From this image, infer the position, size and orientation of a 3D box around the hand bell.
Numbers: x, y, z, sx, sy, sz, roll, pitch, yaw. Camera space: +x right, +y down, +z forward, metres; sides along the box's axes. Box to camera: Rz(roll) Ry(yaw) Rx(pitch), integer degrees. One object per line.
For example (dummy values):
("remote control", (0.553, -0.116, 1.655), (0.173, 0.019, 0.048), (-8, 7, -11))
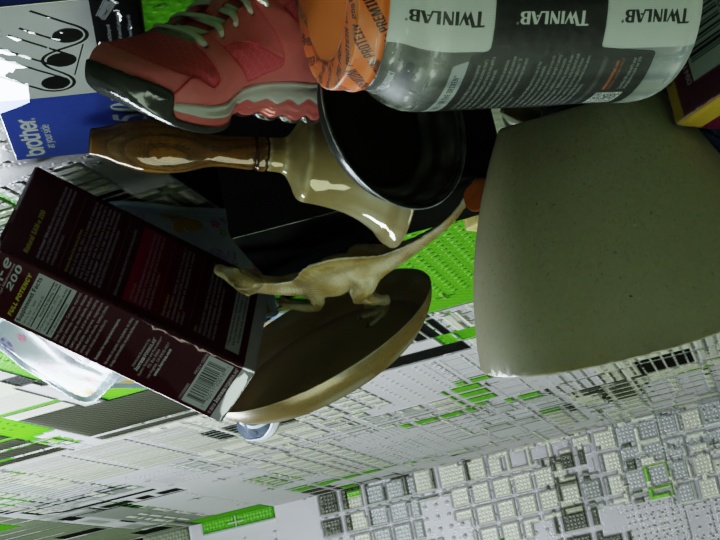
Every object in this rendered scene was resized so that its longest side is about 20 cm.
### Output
("hand bell", (-0.070, -0.073, 0.842), (0.197, 0.106, 0.104), (3, 161, -13))

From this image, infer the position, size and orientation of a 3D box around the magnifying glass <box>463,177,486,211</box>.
("magnifying glass", (0.138, -0.063, 0.967), (0.079, 0.023, 0.199), (-38, 163, 36))

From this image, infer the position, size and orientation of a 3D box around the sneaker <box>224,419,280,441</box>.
("sneaker", (-0.148, 0.170, 1.721), (0.107, 0.071, 0.200), (-7, 157, -30))

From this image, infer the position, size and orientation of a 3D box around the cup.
("cup", (0.152, -0.032, 0.839), (0.198, 0.145, 0.200), (-16, -177, 1))

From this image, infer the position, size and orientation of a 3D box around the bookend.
("bookend", (0.008, -0.065, 1.018), (0.197, 0.093, 0.199), (-14, 165, 5))

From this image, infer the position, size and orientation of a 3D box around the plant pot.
("plant pot", (-0.029, 0.062, 1.042), (0.198, 0.028, 0.200), (-26, -164, 8))

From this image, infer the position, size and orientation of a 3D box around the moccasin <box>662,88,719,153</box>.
("moccasin", (0.251, -0.098, 0.911), (0.080, 0.200, 0.069), (-15, 136, -43))

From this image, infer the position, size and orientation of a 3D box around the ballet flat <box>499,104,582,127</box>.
("ballet flat", (0.135, -0.128, 0.959), (0.072, 0.074, 0.200), (-10, 170, -3))

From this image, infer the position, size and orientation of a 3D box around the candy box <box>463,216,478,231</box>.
("candy box", (0.189, -0.088, 1.126), (0.116, 0.057, 0.199), (5, 158, -41))

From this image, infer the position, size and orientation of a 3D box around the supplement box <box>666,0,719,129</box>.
("supplement box", (0.276, -0.160, 0.814), (0.198, 0.133, 0.103), (-1, 160, -33))

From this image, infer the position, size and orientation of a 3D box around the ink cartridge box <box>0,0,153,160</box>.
("ink cartridge box", (-0.170, -0.126, 0.782), (0.093, 0.045, 0.200), (-7, 163, -9))

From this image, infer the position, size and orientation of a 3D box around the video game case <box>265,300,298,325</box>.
("video game case", (-0.098, 0.065, 1.504), (0.198, 0.018, 0.143), (3, 157, -41))

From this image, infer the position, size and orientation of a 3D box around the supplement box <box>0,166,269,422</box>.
("supplement box", (-0.169, 0.017, 0.978), (0.198, 0.109, 0.061), (28, 123, -15))

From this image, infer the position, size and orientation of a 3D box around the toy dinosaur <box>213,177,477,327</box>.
("toy dinosaur", (0.000, 0.000, 0.953), (0.197, 0.059, 0.101), (-17, 164, 9))

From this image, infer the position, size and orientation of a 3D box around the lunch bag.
("lunch bag", (-0.198, 0.029, 1.133), (0.198, 0.129, 0.169), (6, 150, -38))

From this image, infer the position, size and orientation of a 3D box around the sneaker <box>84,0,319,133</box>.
("sneaker", (-0.075, -0.130, 0.744), (0.073, 0.088, 0.199), (24, -159, 29))

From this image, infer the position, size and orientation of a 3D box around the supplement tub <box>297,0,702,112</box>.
("supplement tub", (0.073, -0.149, 0.729), (0.197, 0.124, 0.123), (-6, 163, -21))

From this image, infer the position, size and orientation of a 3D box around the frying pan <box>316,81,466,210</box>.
("frying pan", (0.025, -0.121, 0.797), (0.114, 0.192, 0.031), (35, 143, -30))
